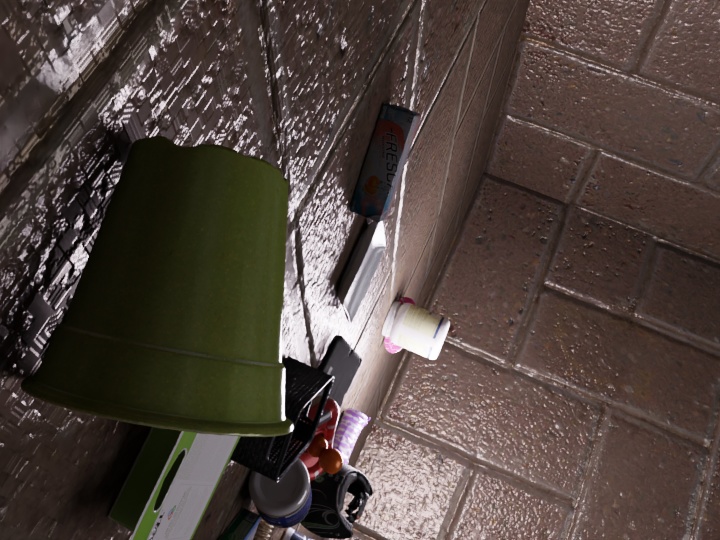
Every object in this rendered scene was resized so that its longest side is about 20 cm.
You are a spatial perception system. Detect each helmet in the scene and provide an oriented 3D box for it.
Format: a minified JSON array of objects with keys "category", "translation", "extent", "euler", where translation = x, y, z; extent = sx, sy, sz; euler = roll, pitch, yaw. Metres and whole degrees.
[{"category":"helmet","translation":[-0.084,0.586,1.884],"extent":[0.199,0.189,0.203],"euler":[15,71,-50]}]

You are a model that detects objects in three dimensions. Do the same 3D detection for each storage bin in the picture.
[{"category":"storage bin","translation":[-0.129,0.241,1.219],"extent":[0.200,0.093,0.137],"euler":[-33,144,-74]}]

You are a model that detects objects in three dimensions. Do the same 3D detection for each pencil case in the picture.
[{"category":"pencil case","translation":[-0.047,0.523,2.238],"extent":[0.084,0.084,0.202],"euler":[94,20,-65]}]

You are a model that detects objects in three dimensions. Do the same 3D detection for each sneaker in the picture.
[{"category":"sneaker","translation":[0.146,0.194,2.573],"extent":[0.088,0.080,0.202],"euler":[22,90,-78]},{"category":"sneaker","translation":[-0.171,0.802,2.094],"extent":[0.201,0.107,0.071],"euler":[96,20,-57]}]

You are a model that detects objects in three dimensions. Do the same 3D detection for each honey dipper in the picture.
[{"category":"honey dipper","translation":[-0.186,0.504,1.616],"extent":[0.038,0.038,0.202],"euler":[69,42,-75]}]

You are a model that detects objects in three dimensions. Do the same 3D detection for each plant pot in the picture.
[{"category":"plant pot","translation":[-0.131,0.008,0.554],"extent":[0.200,0.197,0.193],"euler":[42,57,-79]}]

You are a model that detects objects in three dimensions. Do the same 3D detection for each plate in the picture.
[{"category":"plate","translation":[0.000,0.000,1.560],"extent":[0.200,0.032,0.202],"euler":[77,35,-74]}]

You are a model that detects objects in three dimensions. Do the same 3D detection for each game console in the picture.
[{"category":"game console","translation":[-0.090,0.266,1.676],"extent":[0.176,0.115,0.202],"euler":[52,54,-43]}]

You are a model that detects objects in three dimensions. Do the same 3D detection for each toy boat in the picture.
[{"category":"toy boat","translation":[-0.087,0.366,1.507],"extent":[0.130,0.131,0.202],"euler":[-24,141,-36]}]

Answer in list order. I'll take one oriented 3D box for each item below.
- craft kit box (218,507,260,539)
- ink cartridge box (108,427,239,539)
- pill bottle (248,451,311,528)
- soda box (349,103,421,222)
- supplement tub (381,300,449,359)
[{"category":"craft kit box","translation":[-0.263,0.575,1.345],"extent":[0.200,0.048,0.200],"euler":[-40,148,-69]},{"category":"ink cartridge box","translation":[-0.210,0.212,0.790],"extent":[0.200,0.075,0.149],"euler":[73,41,-72]},{"category":"pill bottle","translation":[-0.152,0.435,1.426],"extent":[0.201,0.114,0.117],"euler":[92,23,-61]},{"category":"soda box","translation":[0.045,-0.193,1.313],"extent":[0.068,0.063,0.203],"euler":[-38,147,-70]},{"category":"supplement tub","translation":[0.184,0.196,2.439],"extent":[0.145,0.198,0.147],"euler":[22,90,-79]}]
